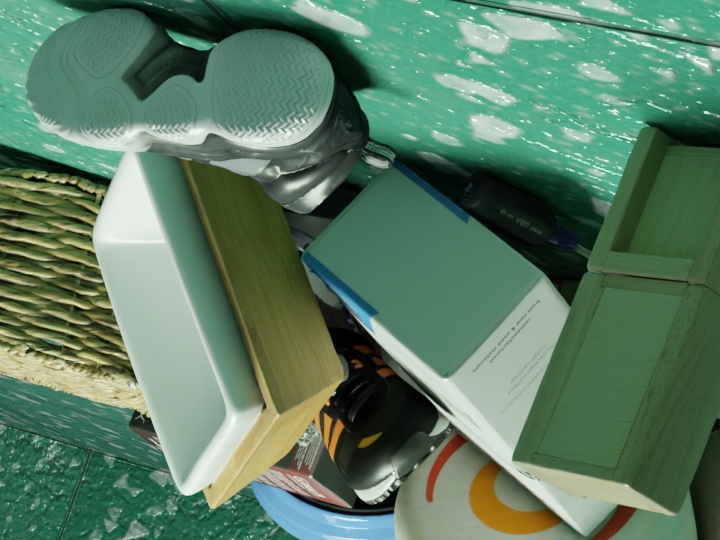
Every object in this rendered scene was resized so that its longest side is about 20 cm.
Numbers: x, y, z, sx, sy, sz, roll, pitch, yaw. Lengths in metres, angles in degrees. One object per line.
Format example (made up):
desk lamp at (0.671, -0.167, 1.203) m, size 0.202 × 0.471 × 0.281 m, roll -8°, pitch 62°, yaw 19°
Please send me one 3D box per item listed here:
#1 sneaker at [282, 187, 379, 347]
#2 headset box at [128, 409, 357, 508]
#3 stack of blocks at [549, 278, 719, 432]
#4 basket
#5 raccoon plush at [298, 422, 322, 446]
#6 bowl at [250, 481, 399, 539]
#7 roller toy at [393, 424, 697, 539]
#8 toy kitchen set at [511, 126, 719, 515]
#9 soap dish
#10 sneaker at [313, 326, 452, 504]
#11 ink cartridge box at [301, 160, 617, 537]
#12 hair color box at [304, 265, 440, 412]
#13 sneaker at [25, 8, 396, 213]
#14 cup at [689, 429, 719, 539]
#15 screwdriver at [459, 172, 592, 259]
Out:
sneaker at (0.000, 0.000, 1.503) m, size 0.199 × 0.082 × 0.070 m, roll 21°, pitch 170°, yaw -5°
headset box at (-0.059, 0.088, 1.865) m, size 0.199 × 0.149 × 0.075 m, roll 13°, pitch 163°, yaw 33°
stack of blocks at (0.211, 0.070, 1.553) m, size 0.200 × 0.059 × 0.115 m, roll 26°, pitch 167°, yaw -33°
basket at (-0.224, 0.009, 1.769) m, size 0.199 × 0.143 × 0.149 m, roll 15°, pitch 170°, yaw 3°
raccoon plush at (-0.068, 0.038, 1.671) m, size 0.199 × 0.134 × 0.097 m, roll 19°, pitch 171°, yaw -2°
bowl at (0.007, 0.137, 1.926) m, size 0.200 × 0.201 × 0.039 m, roll 15°, pitch 137°, yaw 18°
roller toy at (0.118, 0.182, 1.503) m, size 0.182 × 0.200 × 0.140 m, roll 28°, pitch 146°, yaw 39°
toy kitchen set at (0.169, 0.049, 1.190) m, size 0.200 × 0.181 × 0.163 m, roll 32°, pitch 165°, yaw -35°
soap dish at (-0.085, 0.021, 1.427) m, size 0.081 × 0.201 × 0.157 m, roll -12°, pitch 160°, yaw -23°
sneaker at (-0.008, 0.077, 1.447) m, size 0.090 × 0.070 × 0.200 m, roll 45°, pitch 179°, yaw -11°
ink cartridge box at (0.076, 0.047, 1.395) m, size 0.145 × 0.084 × 0.200 m, roll 40°, pitch 174°, yaw 42°
hair color box at (-0.027, 0.023, 1.590) m, size 0.199 × 0.111 × 0.064 m, roll 19°, pitch 169°, yaw -6°
sneaker at (-0.077, -0.078, 1.259) m, size 0.200 × 0.076 × 0.114 m, roll 8°, pitch 162°, yaw 36°
cup at (0.304, 0.182, 1.522) m, size 0.199 × 0.144 × 0.200 m, roll -5°, pitch 153°, yaw -2°
screwdriver at (0.134, -0.011, 1.384) m, size 0.200 × 0.029 × 0.028 m, roll 22°, pitch 169°, yaw -35°
